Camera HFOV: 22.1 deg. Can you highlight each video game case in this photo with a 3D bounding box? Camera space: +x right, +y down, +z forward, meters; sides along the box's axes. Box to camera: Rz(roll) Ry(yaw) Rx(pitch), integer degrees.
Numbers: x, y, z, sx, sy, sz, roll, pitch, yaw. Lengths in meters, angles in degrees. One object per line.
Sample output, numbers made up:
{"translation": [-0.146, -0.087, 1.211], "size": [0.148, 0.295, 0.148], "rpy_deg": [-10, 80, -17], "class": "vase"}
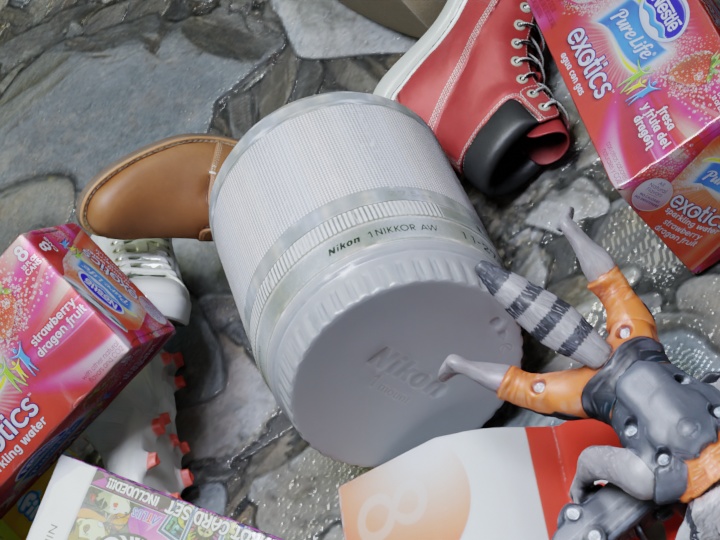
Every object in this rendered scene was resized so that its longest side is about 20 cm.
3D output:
{"translation": [-0.126, 0.226, 1.096], "size": [0.199, 0.036, 0.183], "rpy_deg": [18, 80, 22], "class": "video game case"}

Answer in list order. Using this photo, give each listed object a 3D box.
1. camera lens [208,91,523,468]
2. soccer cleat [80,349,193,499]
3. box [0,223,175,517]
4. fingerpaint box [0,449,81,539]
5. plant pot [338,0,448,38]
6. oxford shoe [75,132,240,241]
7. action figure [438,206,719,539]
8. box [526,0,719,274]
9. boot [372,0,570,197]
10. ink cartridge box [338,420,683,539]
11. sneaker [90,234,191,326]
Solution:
{"translation": [0.000, 0.000, 1.131], "size": [0.160, 0.160, 0.201], "rpy_deg": [-38, 41, 13], "class": "camera lens"}
{"translation": [-0.159, 0.109, 1.249], "size": [0.077, 0.070, 0.201], "rpy_deg": [-20, 31, 7], "class": "soccer cleat"}
{"translation": [-0.226, 0.076, 1.160], "size": [0.100, 0.095, 0.200], "rpy_deg": [46, 103, 5], "class": "box"}
{"translation": [-0.212, 0.218, 1.224], "size": [0.200, 0.073, 0.167], "rpy_deg": [30, 83, 47], "class": "fingerpaint box"}
{"translation": [0.033, -0.278, 1.301], "size": [0.200, 0.200, 0.177], "rpy_deg": [-44, 47, 5], "class": "plant pot"}
{"translation": [-0.093, -0.049, 1.252], "size": [0.071, 0.199, 0.072], "rpy_deg": [53, 144, 44], "class": "oxford shoe"}
{"translation": [0.125, 0.085, 0.969], "size": [0.193, 0.105, 0.200], "rpy_deg": [40, 80, 25], "class": "action figure"}
{"translation": [0.182, -0.111, 1.102], "size": [0.095, 0.100, 0.201], "rpy_deg": [-34, 42, 16], "class": "box"}
{"translation": [0.114, -0.145, 1.220], "size": [0.144, 0.072, 0.201], "rpy_deg": [32, 85, 43], "class": "boot"}
{"translation": [0.084, 0.155, 1.027], "size": [0.199, 0.050, 0.163], "rpy_deg": [-32, 44, 24], "class": "ink cartridge box"}
{"translation": [-0.162, -0.005, 1.287], "size": [0.200, 0.072, 0.085], "rpy_deg": [-166, 81, -72], "class": "sneaker"}
